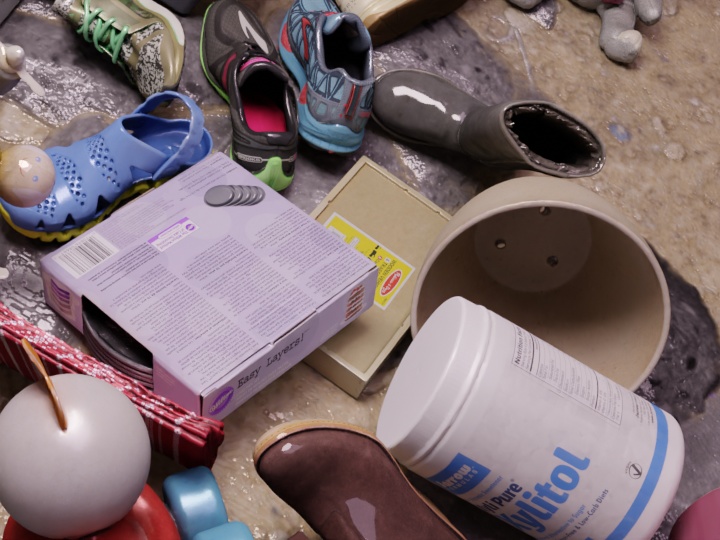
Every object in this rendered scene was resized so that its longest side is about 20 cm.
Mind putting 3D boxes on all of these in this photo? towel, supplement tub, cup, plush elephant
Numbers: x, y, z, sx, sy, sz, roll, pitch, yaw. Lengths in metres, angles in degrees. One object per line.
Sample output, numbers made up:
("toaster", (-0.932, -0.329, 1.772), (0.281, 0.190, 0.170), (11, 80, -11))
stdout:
("towel", (-0.183, 0.078, 0.921), (0.199, 0.145, 0.023), (29, 72, 2))
("supplement tub", (0.126, 0.122, 0.999), (0.199, 0.132, 0.133), (28, 49, -11))
("cup", (0.141, 0.005, 1.089), (0.198, 0.202, 0.144), (20, 28, -6))
("plush elephant", (0.269, -0.345, 1.397), (0.164, 0.155, 0.200), (33, 51, 5))

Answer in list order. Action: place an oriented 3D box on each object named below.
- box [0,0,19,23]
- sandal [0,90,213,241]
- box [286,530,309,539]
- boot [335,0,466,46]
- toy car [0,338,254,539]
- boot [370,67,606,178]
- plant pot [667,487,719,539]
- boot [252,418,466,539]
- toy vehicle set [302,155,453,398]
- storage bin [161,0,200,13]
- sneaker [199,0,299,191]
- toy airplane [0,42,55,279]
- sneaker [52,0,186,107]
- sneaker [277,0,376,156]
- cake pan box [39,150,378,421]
("box", (-0.354, -0.313, 1.103), (0.170, 0.200, 0.201), (24, 48, -2))
("sandal", (-0.198, -0.091, 1.075), (0.199, 0.087, 0.080), (-29, 71, -33))
("box", (-0.087, 0.268, 0.864), (0.199, 0.075, 0.100), (-32, 71, -34))
("boot", (0.032, -0.319, 1.341), (0.199, 0.073, 0.156), (-31, 73, -30))
("toy car", (-0.172, 0.127, 0.813), (0.182, 0.202, 0.177), (-15, 19, -16))
("boot", (0.100, -0.124, 1.152), (0.180, 0.073, 0.200), (16, 9, -9))
("plant pot", (0.302, 0.256, 0.960), (0.198, 0.201, 0.180), (11, 36, -13))
("boot", (0.021, 0.193, 0.900), (0.199, 0.072, 0.167), (34, 19, -38))
("toy vehicle set", (0.000, 0.000, 1.123), (0.124, 0.027, 0.200), (35, 51, 6))
("storage bin", (-0.135, -0.336, 1.243), (0.145, 0.134, 0.201), (31, 49, -17))
("sneaker", (-0.088, -0.165, 1.172), (0.076, 0.084, 0.202), (-4, 57, -25))
("toy airplane", (-0.287, -0.069, 0.956), (0.139, 0.202, 0.200), (10, 24, -9))
("sneaker", (-0.220, -0.211, 1.157), (0.088, 0.077, 0.201), (-9, 51, -39))
("sneaker", (-0.018, -0.197, 1.209), (0.078, 0.096, 0.201), (8, 44, -23))
("cake pan box", (-0.116, 0.011, 1.024), (0.183, 0.053, 0.199), (33, 50, 26))
